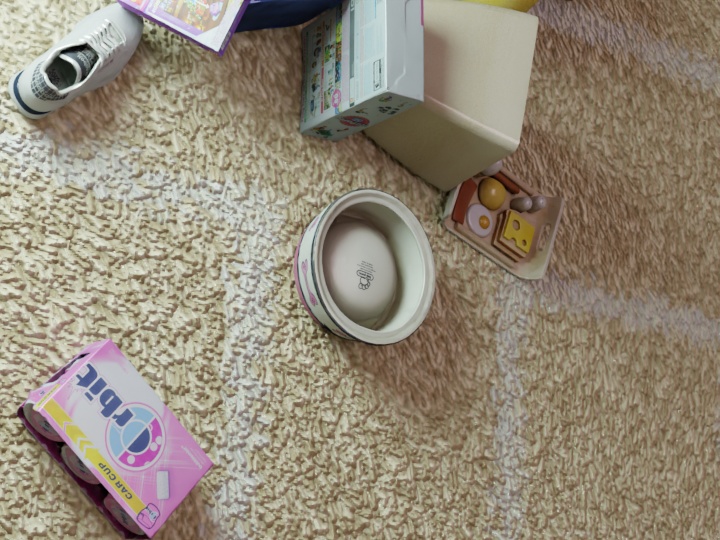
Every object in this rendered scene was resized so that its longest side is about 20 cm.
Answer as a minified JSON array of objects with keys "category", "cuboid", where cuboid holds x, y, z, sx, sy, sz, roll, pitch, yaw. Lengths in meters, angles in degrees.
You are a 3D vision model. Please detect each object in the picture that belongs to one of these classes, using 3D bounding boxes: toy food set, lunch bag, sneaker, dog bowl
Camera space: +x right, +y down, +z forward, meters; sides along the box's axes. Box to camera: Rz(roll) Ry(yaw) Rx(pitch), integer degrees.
[{"category":"toy food set","cuboid":[0.211,-0.093,1.714,0.199,0.060,0.145,32,63,-28]},{"category":"lunch bag","cuboid":[-0.117,-0.382,1.475,0.198,0.135,0.134,-15,90,-37]},{"category":"sneaker","cuboid":[-0.306,-0.244,1.341,0.077,0.080,0.201,49,53,-16]},{"category":"dog bowl","cuboid":[0.000,0.000,1.529,0.198,0.073,0.203,8,77,-36]}]

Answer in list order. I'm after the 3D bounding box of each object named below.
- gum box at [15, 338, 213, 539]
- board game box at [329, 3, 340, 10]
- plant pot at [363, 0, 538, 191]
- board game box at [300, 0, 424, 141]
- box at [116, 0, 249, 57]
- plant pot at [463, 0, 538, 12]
[{"category":"gum box","cuboid":[-0.269,0.181,1.293,0.201,0.066,0.114,53,54,-16]},{"category":"board game box","cuboid":[-0.034,-0.470,1.611,0.151,0.047,0.201,-47,109,-33]},{"category":"plant pot","cuboid":[0.102,-0.251,1.590,0.175,0.200,0.202,19,69,-21]},{"category":"board game box","cuboid":[-0.001,-0.263,1.499,0.064,0.199,0.150,8,77,-34]},{"category":"box","cuboid":[-0.177,-0.368,1.361,0.136,0.039,0.202,27,89,0]},{"category":"plant pot","cuboid":[0.195,-0.438,1.708,0.198,0.200,0.143,20,97,-33]}]
